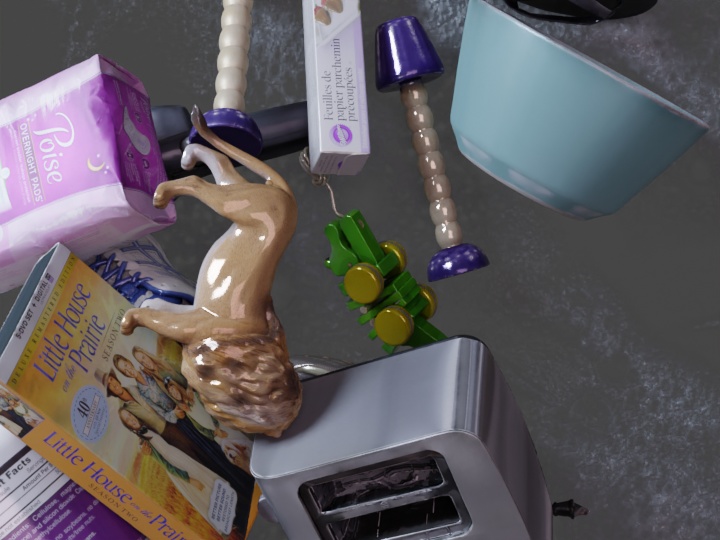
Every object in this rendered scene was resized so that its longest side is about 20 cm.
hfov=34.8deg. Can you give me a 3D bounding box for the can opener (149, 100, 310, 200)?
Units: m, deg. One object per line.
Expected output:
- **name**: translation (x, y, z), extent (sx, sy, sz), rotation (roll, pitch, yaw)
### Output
- **can opener**: translation (-0.101, -0.099, 0.873), extent (0.197, 0.063, 0.080), rotation (-13, 89, -7)

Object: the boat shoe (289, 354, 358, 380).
- **boat shoe**: translation (0.023, 0.121, 0.877), extent (0.197, 0.074, 0.074), rotation (19, 88, -5)

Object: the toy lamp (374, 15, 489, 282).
- **toy lamp**: translation (0.053, -0.096, 0.895), extent (0.057, 0.058, 0.203), rotation (-16, 91, -7)

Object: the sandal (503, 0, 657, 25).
- **sandal**: translation (0.142, -0.214, 0.879), extent (0.198, 0.076, 0.044), rotation (3, 75, -28)

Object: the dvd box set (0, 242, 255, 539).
- **dvd box set**: translation (-0.147, 0.090, 0.744), extent (0.029, 0.147, 0.200), rotation (-36, 113, 23)

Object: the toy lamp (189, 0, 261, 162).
- **toy lamp**: translation (-0.090, -0.179, 0.846), extent (0.057, 0.058, 0.203), rotation (4, 66, -7)

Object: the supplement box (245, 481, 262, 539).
- **supplement box**: translation (-0.180, 0.161, 0.826), extent (0.198, 0.073, 0.127), rotation (31, 68, -13)

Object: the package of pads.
- **package of pads**: translation (-0.237, -0.056, 0.812), extent (0.198, 0.076, 0.122), rotation (-20, 76, 14)

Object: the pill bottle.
- **pill bottle**: translation (-0.204, 0.163, 0.714), extent (0.112, 0.112, 0.201), rotation (-40, 94, -6)

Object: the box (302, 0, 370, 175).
- **box**: translation (-0.021, -0.172, 0.867), extent (0.038, 0.041, 0.203), rotation (1, 70, -13)

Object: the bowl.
- **bowl**: translation (0.145, -0.111, 0.855), extent (0.199, 0.201, 0.106), rotation (27, 106, -5)

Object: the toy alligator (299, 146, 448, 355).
- **toy alligator**: translation (0.000, 0.000, 0.890), extent (0.054, 0.059, 0.201), rotation (-34, 93, 34)

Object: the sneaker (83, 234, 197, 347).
- **sneaker**: translation (-0.163, 0.013, 0.851), extent (0.199, 0.088, 0.076), rotation (32, 87, -3)

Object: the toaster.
- **toaster**: translation (0.040, 0.157, 0.794), extent (0.197, 0.119, 0.182), rotation (-16, 117, 16)

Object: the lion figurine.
- **lion figurine**: translation (-0.081, 0.002, 0.755), extent (0.121, 0.072, 0.203), rotation (13, 93, 5)
